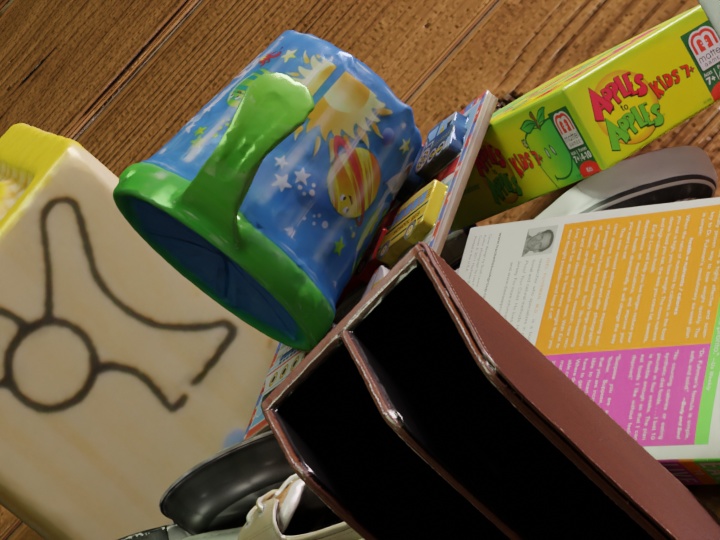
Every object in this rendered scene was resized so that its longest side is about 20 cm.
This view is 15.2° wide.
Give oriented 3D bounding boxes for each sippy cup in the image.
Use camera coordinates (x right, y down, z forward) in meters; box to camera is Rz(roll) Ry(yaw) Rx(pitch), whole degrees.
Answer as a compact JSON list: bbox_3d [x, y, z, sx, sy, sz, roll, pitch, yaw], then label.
[{"bbox_3d":[-0.040,-0.049,1.420,0.131,0.140,0.178,-53,23,-12],"label":"sippy cup"}]

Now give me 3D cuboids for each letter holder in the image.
[{"bbox_3d":[0.072,0.108,1.113,0.101,0.200,0.142,-45,23,6],"label":"letter holder"}]

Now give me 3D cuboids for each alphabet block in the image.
[{"bbox_3d":[-0.178,0.049,1.635,0.196,0.200,0.196,-51,18,-8],"label":"alphabet block"}]

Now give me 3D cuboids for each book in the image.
[{"bbox_3d":[0.119,0.037,1.273,0.199,0.048,0.134,-4,59,41],"label":"book"}]

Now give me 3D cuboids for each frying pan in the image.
[{"bbox_3d":[-0.085,0.127,1.425,0.189,0.115,0.031,-24,69,1],"label":"frying pan"}]

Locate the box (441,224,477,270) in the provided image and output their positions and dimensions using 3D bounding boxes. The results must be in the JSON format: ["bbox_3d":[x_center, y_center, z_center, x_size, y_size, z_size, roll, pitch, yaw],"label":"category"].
[{"bbox_3d":[0.021,0.013,1.538,0.121,0.032,0.200,-36,21,3],"label":"box"}]

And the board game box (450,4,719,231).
[{"bbox_3d":[0.115,-0.079,1.437,0.101,0.048,0.200,-31,3,-22],"label":"board game box"}]

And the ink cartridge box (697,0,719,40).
[{"bbox_3d":[0.264,-0.104,1.178,0.199,0.041,0.201,-36,64,27],"label":"ink cartridge box"}]

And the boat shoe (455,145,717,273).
[{"bbox_3d":[0.104,0.011,1.390,0.199,0.072,0.068,-31,59,7],"label":"boat shoe"}]

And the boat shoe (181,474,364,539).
[{"bbox_3d":[-0.022,0.135,1.346,0.199,0.069,0.075,-7,20,36],"label":"boat shoe"}]

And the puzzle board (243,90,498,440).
[{"bbox_3d":[0.000,0.000,1.456,0.200,0.017,0.151,-39,25,56],"label":"puzzle board"}]
